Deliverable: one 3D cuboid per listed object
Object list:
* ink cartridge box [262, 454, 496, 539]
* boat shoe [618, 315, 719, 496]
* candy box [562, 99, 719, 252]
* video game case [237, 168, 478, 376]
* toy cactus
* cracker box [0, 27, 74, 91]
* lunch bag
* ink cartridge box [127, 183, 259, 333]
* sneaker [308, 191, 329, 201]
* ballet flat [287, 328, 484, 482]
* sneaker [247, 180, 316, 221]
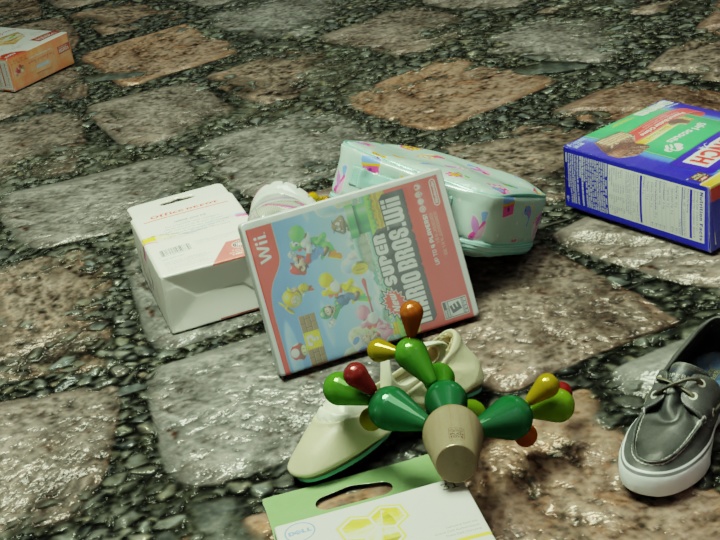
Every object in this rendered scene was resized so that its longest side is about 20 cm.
[{"bbox_3d":[0.009,0.186,1.037,0.144,0.048,0.200,-13,28,-9],"label":"ink cartridge box"},{"bbox_3d":[0.254,0.098,1.109,0.070,0.067,0.200,10,31,35],"label":"boat shoe"},{"bbox_3d":[0.338,-0.104,1.486,0.168,0.078,0.199,-26,31,-32],"label":"candy box"},{"bbox_3d":[0.000,0.000,1.316,0.199,0.144,0.017,-17,4,-14],"label":"video game case"},{"bbox_3d":[0.073,0.102,1.088,0.199,0.103,0.165,15,19,-6],"label":"toy cactus"},{"bbox_3d":[-0.582,-0.345,2.317,0.199,0.058,0.134,11,33,35],"label":"cracker box"},{"bbox_3d":[0.072,-0.072,1.438,0.199,0.078,0.160,20,14,28],"label":"lunch bag"},{"bbox_3d":[-0.168,-0.018,1.492,0.116,0.068,0.200,-15,28,-13],"label":"ink cartridge box"},{"bbox_3d":[-0.033,-0.037,1.476,0.199,0.078,0.073,12,31,34],"label":"sneaker"},{"bbox_3d":[0.016,0.103,1.178,0.199,0.070,0.069,-26,30,-32],"label":"ballet flat"},{"bbox_3d":[-0.027,-0.011,1.362,0.199,0.082,0.088,22,24,8],"label":"sneaker"}]
